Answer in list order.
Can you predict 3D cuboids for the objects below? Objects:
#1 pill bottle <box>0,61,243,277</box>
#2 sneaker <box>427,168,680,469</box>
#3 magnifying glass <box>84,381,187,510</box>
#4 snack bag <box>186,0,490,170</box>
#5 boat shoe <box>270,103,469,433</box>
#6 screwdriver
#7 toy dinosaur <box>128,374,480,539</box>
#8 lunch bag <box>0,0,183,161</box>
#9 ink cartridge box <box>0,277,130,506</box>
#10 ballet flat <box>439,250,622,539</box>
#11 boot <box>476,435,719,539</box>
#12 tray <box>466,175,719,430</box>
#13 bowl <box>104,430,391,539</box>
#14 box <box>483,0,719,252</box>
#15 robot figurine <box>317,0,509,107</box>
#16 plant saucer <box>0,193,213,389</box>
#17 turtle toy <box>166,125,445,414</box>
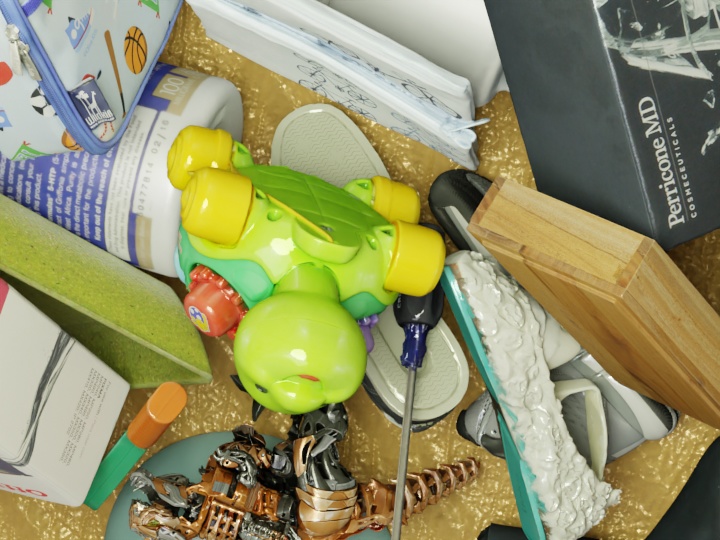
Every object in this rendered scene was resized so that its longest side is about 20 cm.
[{"bbox_3d":[-0.180,-0.077,1.337,0.200,0.120,0.120,16,111,10],"label":"pill bottle"},{"bbox_3d":[0.082,0.045,1.330,0.115,0.075,0.200,-39,95,26],"label":"sneaker"},{"bbox_3d":[-0.131,0.097,1.356,0.022,0.200,0.080,39,70,-4],"label":"magnifying glass"},{"bbox_3d":[-0.017,-0.116,1.246,0.188,0.200,0.021,28,86,5],"label":"snack bag"},{"bbox_3d":[0.000,0.000,1.330,0.072,0.068,0.200,-23,78,-5],"label":"boat shoe"},{"bbox_3d":[0.024,0.069,1.265,0.029,0.028,0.200,-2,71,37],"label":"screwdriver"},{"bbox_3d":[-0.036,0.119,1.355,0.102,0.200,0.136,-26,64,53],"label":"toy dinosaur"},{"bbox_3d":[-0.162,-0.164,1.223,0.075,0.200,0.160,-3,136,21],"label":"lunch bag"},{"bbox_3d":[-0.243,0.053,1.290,0.145,0.200,0.084,11,71,26],"label":"ink cartridge box"},{"bbox_3d":[0.097,0.064,1.274,0.072,0.072,0.200,-9,120,18],"label":"ballet flat"},{"bbox_3d":[0.148,0.171,1.348,0.168,0.076,0.200,9,118,9],"label":"boot"},{"bbox_3d":[0.140,0.025,1.183,0.099,0.200,0.037,25,81,37],"label":"tray"},{"bbox_3d":[-0.083,0.210,1.414,0.201,0.105,0.201,5,109,15],"label":"bowl"},{"bbox_3d":[0.177,-0.138,1.165,0.196,0.124,0.200,-22,105,-19],"label":"box"},{"bbox_3d":[0.035,-0.164,1.251,0.200,0.113,0.170,28,142,5],"label":"robot figurine"},{"bbox_3d":[-0.205,0.007,1.336,0.200,0.048,0.200,30,159,-30],"label":"plant saucer"},{"bbox_3d":[-0.037,0.004,1.212,0.146,0.200,0.101,16,108,-15],"label":"turtle toy"}]
